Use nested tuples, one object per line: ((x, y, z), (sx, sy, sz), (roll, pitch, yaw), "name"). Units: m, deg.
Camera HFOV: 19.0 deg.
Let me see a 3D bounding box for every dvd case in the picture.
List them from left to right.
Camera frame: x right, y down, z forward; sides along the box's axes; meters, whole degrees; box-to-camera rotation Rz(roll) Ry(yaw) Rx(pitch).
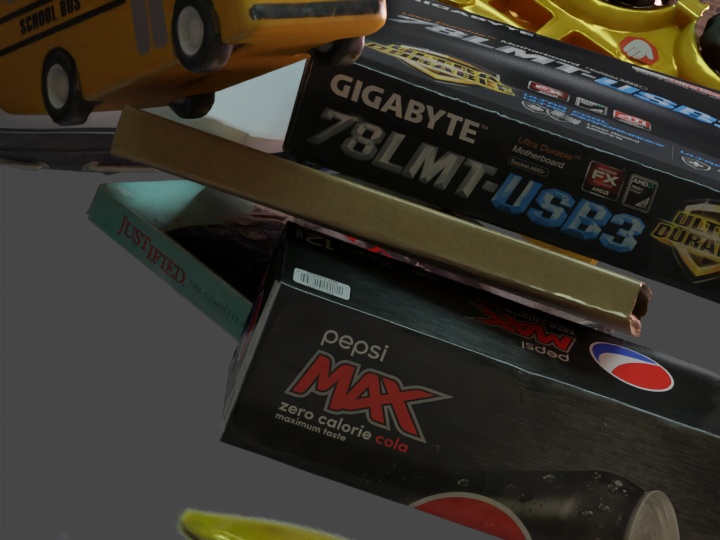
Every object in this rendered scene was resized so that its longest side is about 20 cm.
((0.000, 0.000, 0.931), (0.199, 0.022, 0.146), (-3, 32, -48), "dvd case")

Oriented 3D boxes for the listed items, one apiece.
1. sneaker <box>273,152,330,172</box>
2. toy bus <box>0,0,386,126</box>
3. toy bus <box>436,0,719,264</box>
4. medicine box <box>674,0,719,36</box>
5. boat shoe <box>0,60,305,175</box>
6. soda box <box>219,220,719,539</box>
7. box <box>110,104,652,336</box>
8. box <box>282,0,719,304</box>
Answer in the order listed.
((-0.027, -0.090, 1.080), (0.072, 0.072, 0.200), (55, 33, -8), "sneaker")
((-0.072, -0.101, 0.802), (0.065, 0.079, 0.200), (-6, -3, -34), "toy bus")
((0.110, -0.068, 1.066), (0.200, 0.136, 0.192), (36, 40, 17), "toy bus")
((0.189, -0.152, 1.224), (0.181, 0.201, 0.103), (17, 22, -11), "medicine box")
((-0.101, -0.073, 0.944), (0.199, 0.068, 0.072), (-4, 65, -33), "boat shoe")
((0.053, 0.054, 0.782), (0.199, 0.071, 0.063), (19, 20, -6), "soda box")
((0.015, -0.017, 0.834), (0.199, 0.021, 0.163), (20, 1, 9), "box")
((0.080, -0.059, 0.900), (0.199, 0.050, 0.199), (19, 19, 3), "box")
